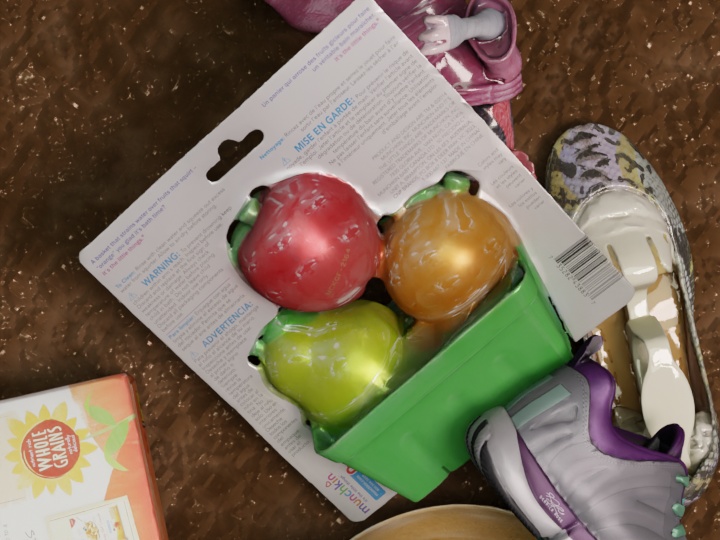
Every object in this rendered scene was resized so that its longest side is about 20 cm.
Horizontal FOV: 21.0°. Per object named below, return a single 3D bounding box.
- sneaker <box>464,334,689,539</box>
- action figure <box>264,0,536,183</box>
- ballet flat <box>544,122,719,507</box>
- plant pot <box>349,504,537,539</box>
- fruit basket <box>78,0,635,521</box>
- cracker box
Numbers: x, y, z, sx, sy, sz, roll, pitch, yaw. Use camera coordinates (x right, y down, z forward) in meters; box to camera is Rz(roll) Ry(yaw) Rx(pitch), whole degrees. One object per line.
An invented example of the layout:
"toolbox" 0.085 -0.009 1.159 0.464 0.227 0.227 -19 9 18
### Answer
"sneaker" 0.137 0.127 0.904 0.087 0.074 0.200 -39 107 -1
"action figure" 0.024 -0.122 0.971 0.201 0.134 0.149 52 42 -10
"ballet flat" 0.139 0.021 0.961 0.071 0.072 0.202 -12 86 -3
"plant pot" 0.049 0.217 0.963 0.198 0.027 0.202 0 86 -2
"fruit basket" 0.000 0.000 0.917 0.185 0.094 0.200 -41 104 12
"cracker box" -0.194 0.137 0.944 0.198 0.058 0.135 -12 85 -4
